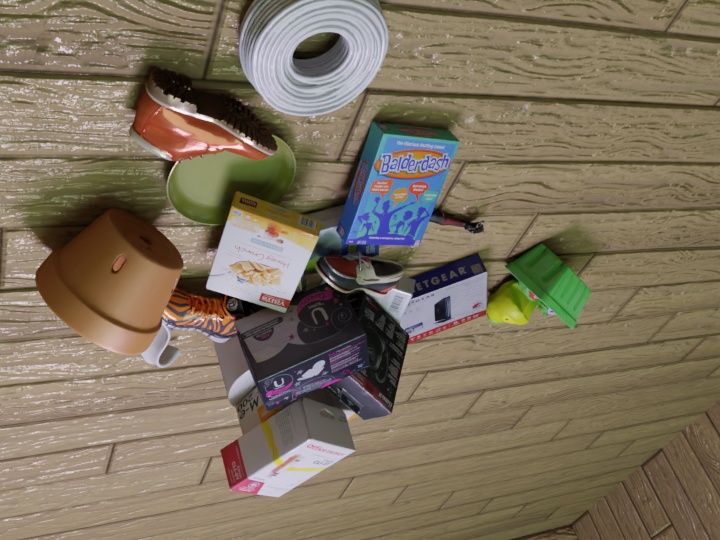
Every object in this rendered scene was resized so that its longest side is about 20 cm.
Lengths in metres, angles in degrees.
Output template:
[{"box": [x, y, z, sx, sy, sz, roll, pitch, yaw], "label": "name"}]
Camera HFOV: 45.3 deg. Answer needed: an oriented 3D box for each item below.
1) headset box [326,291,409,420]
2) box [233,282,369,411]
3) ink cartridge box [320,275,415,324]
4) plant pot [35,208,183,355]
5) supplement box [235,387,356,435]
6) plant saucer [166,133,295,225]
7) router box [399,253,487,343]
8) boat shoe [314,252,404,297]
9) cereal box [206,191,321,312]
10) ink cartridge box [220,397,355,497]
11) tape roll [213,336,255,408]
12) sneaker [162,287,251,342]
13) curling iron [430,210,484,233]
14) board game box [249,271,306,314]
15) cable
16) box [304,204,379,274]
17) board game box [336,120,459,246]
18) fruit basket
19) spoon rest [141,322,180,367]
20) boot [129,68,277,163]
[{"box": [0.005, 0.168, 1.612, 0.076, 0.202, 0.149, -19, 130, 38], "label": "headset box"}, {"box": [-0.100, 0.124, 1.475, 0.197, 0.133, 0.116, -22, 147, -12], "label": "box"}, {"box": [-0.003, 0.067, 1.690, 0.171, 0.044, 0.201, 19, 138, -3], "label": "ink cartridge box"}, {"box": [-0.356, 0.005, 1.278, 0.140, 0.200, 0.199, -49, 142, 10], "label": "plant pot"}, {"box": [-0.117, 0.261, 1.626, 0.198, 0.074, 0.126, 14, 134, -44], "label": "supplement box"}, {"box": [-0.194, -0.145, 1.289, 0.197, 0.031, 0.201, -16, 146, -11], "label": "plant saucer"}, {"box": [0.164, 0.064, 1.796, 0.197, 0.049, 0.180, -20, 148, -4], "label": "router box"}, {"box": [0.000, 0.000, 1.494, 0.062, 0.072, 0.198, -42, 147, 25], "label": "boat shoe"}, {"box": [-0.157, -0.023, 1.371, 0.142, 0.040, 0.201, 18, 136, -9], "label": "cereal box"}, {"box": [-0.130, 0.324, 1.561, 0.199, 0.084, 0.144, -35, 146, 21], "label": "ink cartridge box"}, {"box": [-0.172, 0.160, 1.645, 0.199, 0.141, 0.204, -15, 148, -10], "label": "tape roll"}, {"box": [-0.259, 0.058, 1.478, 0.111, 0.079, 0.199, -24, 151, 30], "label": "sneaker"}, {"box": [0.155, -0.096, 1.574, 0.198, 0.026, 0.049, 12, 172, -37], "label": "curling iron"}, {"box": [-0.162, 0.021, 1.495, 0.133, 0.035, 0.201, 7, 146, 3], "label": "board game box"}, {"box": [-0.061, -0.293, 1.118, 0.199, 0.070, 0.199, -37, 145, 22], "label": "cable"}, {"box": [-0.043, -0.058, 1.495, 0.197, 0.048, 0.123, -15, 147, -11], "label": "box"}, {"box": [0.059, -0.136, 1.398, 0.150, 0.045, 0.202, 0, 125, -31], "label": "board game box"}, {"box": [0.369, 0.062, 1.847, 0.213, 0.156, 0.218, -25, 140, -23], "label": "fruit basket"}, {"box": [-0.367, 0.117, 1.521, 0.098, 0.061, 0.201, 16, 151, 13], "label": "spoon rest"}, {"box": [-0.212, -0.184, 1.165, 0.198, 0.076, 0.108, 21, 124, -29], "label": "boot"}]
